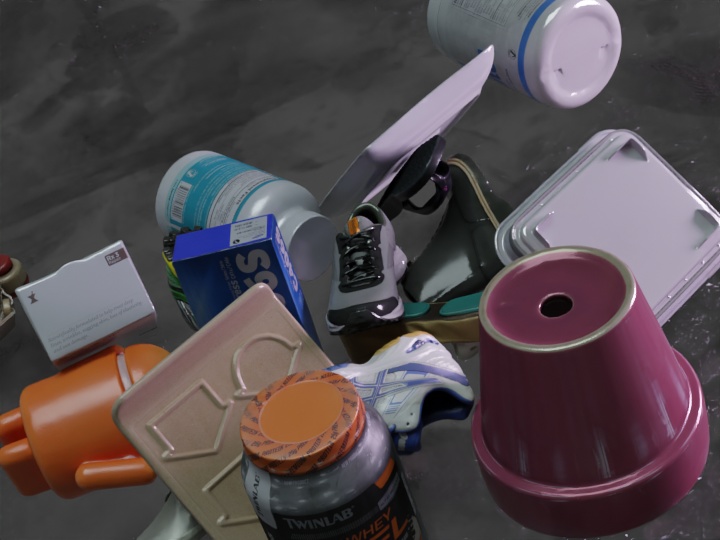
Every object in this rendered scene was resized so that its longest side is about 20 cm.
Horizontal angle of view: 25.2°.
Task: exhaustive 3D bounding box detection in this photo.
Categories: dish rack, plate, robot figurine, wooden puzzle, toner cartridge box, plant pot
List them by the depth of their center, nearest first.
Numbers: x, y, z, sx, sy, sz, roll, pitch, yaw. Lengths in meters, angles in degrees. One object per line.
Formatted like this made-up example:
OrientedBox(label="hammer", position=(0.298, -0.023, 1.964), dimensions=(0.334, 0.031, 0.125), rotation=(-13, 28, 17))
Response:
OrientedBox(label="plant pot", position=(0.178, 0.087, 1.325), dimensions=(0.199, 0.179, 0.200), rotation=(-12, 37, 9))
OrientedBox(label="wooden puzzle", position=(-0.092, 0.141, 1.397), dimensions=(0.185, 0.200, 0.046), rotation=(-40, 4, -25))
OrientedBox(label="toner cartridge box", position=(-0.095, 0.049, 1.474), dimensions=(0.095, 0.200, 0.043), rotation=(-13, 34, 10))
OrientedBox(label="dish rack", position=(0.239, -0.032, 1.478), dimensions=(0.172, 0.044, 0.200), rotation=(46, 65, 6))
OrientedBox(label="robot figurine", position=(-0.236, 0.141, 1.497), dimensions=(0.199, 0.117, 0.144), rotation=(-22, 7, -2))
OrientedBox(label="plate", position=(0.050, -0.135, 1.700), dimensions=(0.200, 0.032, 0.200), rotation=(-40, -2, -25))

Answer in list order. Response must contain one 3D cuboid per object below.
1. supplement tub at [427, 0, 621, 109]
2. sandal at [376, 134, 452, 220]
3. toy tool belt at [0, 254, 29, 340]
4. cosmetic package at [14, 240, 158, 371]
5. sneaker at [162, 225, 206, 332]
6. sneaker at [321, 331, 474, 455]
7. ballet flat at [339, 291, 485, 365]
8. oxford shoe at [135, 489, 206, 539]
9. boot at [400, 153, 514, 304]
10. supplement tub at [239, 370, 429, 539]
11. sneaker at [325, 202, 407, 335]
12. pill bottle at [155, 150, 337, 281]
OrientedBox(label="supplement tub", position=(0.183, -0.270, 1.808), dimensions=(0.132, 0.132, 0.200), rotation=(-35, 38, -19))
OrientedBox(label="sandal", position=(0.062, -0.086, 1.627), dimensions=(0.075, 0.048, 0.200), rotation=(-60, 5, -13))
OrientedBox(label="toy tool belt", position=(-0.430, 0.025, 1.720), dimensions=(0.125, 0.123, 0.200), rotation=(0, 41, 24))
OrientedBox(label="cosmetic package", position=(-0.262, 0.040, 1.572), dimensions=(0.113, 0.081, 0.200), rotation=(-26, -3, -7))
OrientedBox(label="sneaker", position=(-0.129, 0.043, 1.611), dimensions=(0.078, 0.085, 0.200), rotation=(-22, 50, -22))
OrientedBox(label="sneaker", position=(0.009, 0.123, 1.359), dimensions=(0.200, 0.075, 0.088), rotation=(-28, 56, -25))
OrientedBox(label="ballet flat", position=(0.076, 0.056, 1.506), dimensions=(0.199, 0.063, 0.069), rotation=(-6, 16, 25))
OrientedBox(label="oxford shoe", position=(-0.139, 0.190, 1.423), dimensions=(0.200, 0.058, 0.075), rotation=(-42, 18, -25))
OrientedBox(label="boot", position=(0.082, -0.034, 1.614), dimensions=(0.138, 0.078, 0.200), rotation=(-33, 29, 1))
OrientedBox(label="supplement tub", position=(-0.021, 0.182, 1.276), dimensions=(0.122, 0.200, 0.123), rotation=(-13, 38, 10))
OrientedBox(label="sneaker", position=(0.000, 0.000, 1.500), dimensions=(0.074, 0.080, 0.200), rotation=(-13, 23, 8))
OrientedBox(label="pill bottle", position=(-0.116, -0.051, 1.684), dimensions=(0.200, 0.111, 0.111), rotation=(24, 54, 41))
